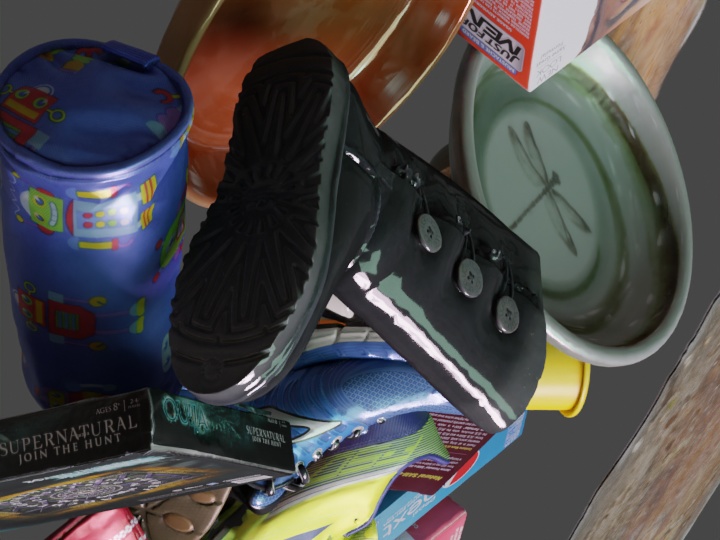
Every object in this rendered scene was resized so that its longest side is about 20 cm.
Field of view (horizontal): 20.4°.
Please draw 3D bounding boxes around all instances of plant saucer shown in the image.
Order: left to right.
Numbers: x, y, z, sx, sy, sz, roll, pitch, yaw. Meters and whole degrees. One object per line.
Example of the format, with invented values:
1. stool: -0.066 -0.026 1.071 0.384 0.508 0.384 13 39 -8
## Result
1. plant saucer: -0.019 -0.114 0.888 0.200 0.032 0.201 -37 155 -21
2. plant saucer: 0.103 -0.042 1.070 0.050 0.201 0.200 -20 178 40

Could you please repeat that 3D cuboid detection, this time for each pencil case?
1. pencil case: -0.108 -0.012 0.836 0.200 0.078 0.087 97 16 -54

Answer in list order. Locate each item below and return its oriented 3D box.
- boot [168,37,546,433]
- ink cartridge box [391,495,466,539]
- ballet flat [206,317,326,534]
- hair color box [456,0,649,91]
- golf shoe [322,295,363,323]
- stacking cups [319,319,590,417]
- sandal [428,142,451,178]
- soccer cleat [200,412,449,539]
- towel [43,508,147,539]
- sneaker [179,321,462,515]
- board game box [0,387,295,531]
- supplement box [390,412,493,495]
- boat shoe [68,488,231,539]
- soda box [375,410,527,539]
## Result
1. boot: 0.009 0.020 0.874 0.200 0.065 0.166 45 54 -47
2. ink cartridge box: -0.033 0.228 1.355 0.200 0.085 0.146 -36 155 -28
3. ballet flat: -0.062 0.105 1.167 0.066 0.057 0.201 19 116 -23
4. hair color box: 0.106 -0.190 0.943 0.111 0.064 0.200 -38 157 -22
5. golf shoe: 0.000 0.000 1.038 0.077 0.088 0.200 -54 158 14
6. stacking cups: 0.022 0.051 1.071 0.199 0.061 0.061 0 139 -16
7. sandal: 0.106 -0.058 1.179 0.199 0.054 0.080 7 132 -45
8. soccer cleat: -0.033 0.147 1.107 0.200 0.084 0.065 -45 -169 -6
9. towel: -0.138 0.226 1.030 0.144 0.022 0.201 -39 122 -22
10. sneaker: -0.034 0.074 0.982 0.199 0.090 0.079 -4 173 -5
11. board game box: -0.145 0.087 0.851 0.199 0.028 0.135 -13 166 19
12. supplement box: 0.057 0.048 1.181 0.109 0.061 0.200 12 129 -46
13. boat shoe: -0.117 0.126 1.075 0.201 0.072 0.068 -58 -177 29
14. soda box: 0.017 0.126 1.297 0.200 0.068 0.064 -36 156 -24
